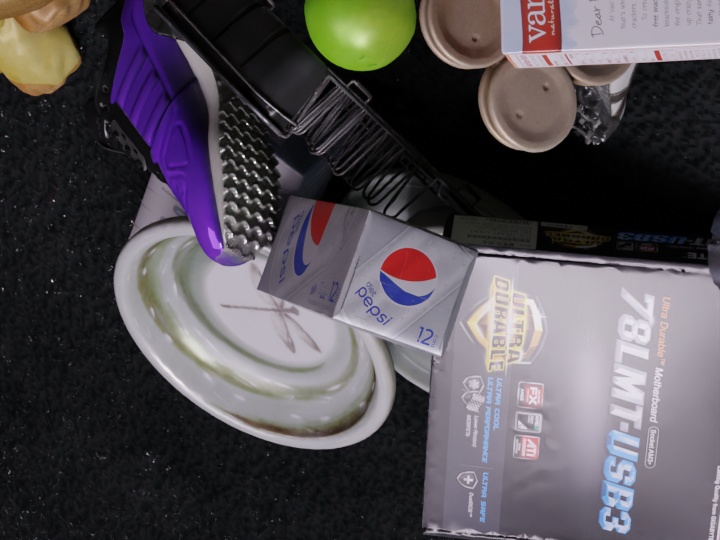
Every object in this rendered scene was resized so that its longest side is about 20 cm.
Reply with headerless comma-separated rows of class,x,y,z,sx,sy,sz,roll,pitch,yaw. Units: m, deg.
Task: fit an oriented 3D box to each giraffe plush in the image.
giraffe plush,-0.288,-0.177,1.580,0.172,0.162,0.200,23,141,26

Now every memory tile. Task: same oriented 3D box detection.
memory tile,0.099,-0.170,1.188,0.153,0.200,0.017,52,157,-15

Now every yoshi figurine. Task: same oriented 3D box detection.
yoshi figurine,-0.027,-0.174,1.342,0.200,0.112,0.112,32,126,42

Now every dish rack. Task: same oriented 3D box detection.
dish rack,-0.018,-0.091,1.415,0.200,0.055,0.153,40,-175,-40

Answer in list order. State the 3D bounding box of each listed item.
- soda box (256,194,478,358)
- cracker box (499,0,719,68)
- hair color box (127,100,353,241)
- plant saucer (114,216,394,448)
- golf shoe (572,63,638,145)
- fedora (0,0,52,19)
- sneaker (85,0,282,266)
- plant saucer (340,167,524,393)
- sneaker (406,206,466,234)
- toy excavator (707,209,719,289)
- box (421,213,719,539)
soda box,0.000,0.000,1.367,0.068,0.063,0.200,20,179,-14
cracker box,0.163,-0.167,1.122,0.200,0.058,0.134,-1,87,9
hair color box,-0.084,-0.051,1.604,0.099,0.061,0.200,37,144,8
plant saucer,-0.061,0.030,1.565,0.200,0.050,0.200,19,141,17
golf shoe,0.131,-0.132,1.307,0.078,0.095,0.200,38,170,6
fedora,-0.242,-0.251,1.484,0.201,0.201,0.082,49,176,-8
sneaker,-0.115,-0.085,1.479,0.099,0.200,0.070,-23,157,22
plant saucer,0.055,0.028,1.561,0.200,0.050,0.200,25,141,22
sneaker,0.109,0.024,1.455,0.200,0.071,0.073,21,109,10
toy excavator,0.240,-0.084,1.235,0.100,0.200,0.194,5,174,40
box,0.140,0.071,1.411,0.198,0.050,0.200,7,118,6
